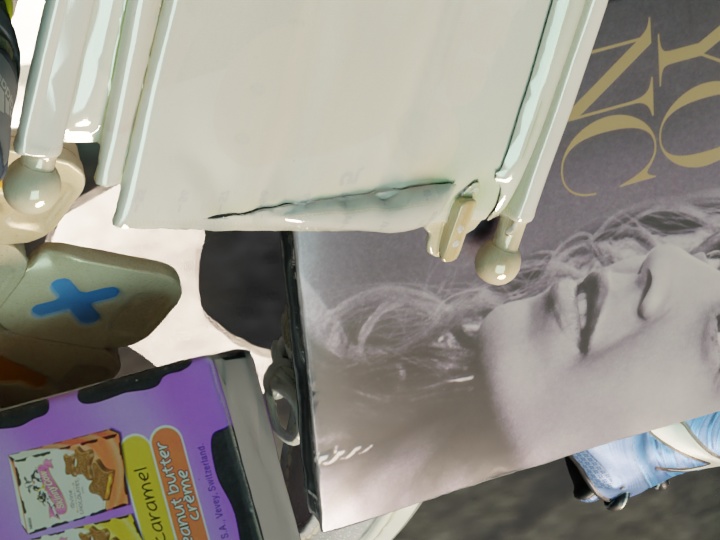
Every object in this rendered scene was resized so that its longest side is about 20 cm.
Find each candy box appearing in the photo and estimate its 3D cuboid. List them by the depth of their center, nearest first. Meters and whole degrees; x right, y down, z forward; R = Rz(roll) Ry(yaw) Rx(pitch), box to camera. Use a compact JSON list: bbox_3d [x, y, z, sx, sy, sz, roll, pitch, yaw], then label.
[{"bbox_3d":[-0.109,0.128,0.739,0.199,0.168,0.072,-15,179,6],"label":"candy box"}]

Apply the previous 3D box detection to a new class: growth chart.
[{"bbox_3d":[-0.001,-0.067,0.626,0.200,0.018,0.145,5,111,-47],"label":"growth chart"}]

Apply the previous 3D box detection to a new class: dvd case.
[{"bbox_3d":[0.073,-0.014,0.743,0.199,0.016,0.149,-16,123,-18],"label":"dvd case"}]

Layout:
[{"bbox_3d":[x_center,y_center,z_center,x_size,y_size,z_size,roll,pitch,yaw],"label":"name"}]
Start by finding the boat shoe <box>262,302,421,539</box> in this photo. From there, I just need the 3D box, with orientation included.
[{"bbox_3d":[0.001,0.000,0.776,0.065,0.075,0.202,4,125,-18],"label":"boat shoe"}]

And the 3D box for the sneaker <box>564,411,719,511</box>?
[{"bbox_3d":[0.107,0.033,0.855,0.199,0.079,0.089,16,131,-24],"label":"sneaker"}]

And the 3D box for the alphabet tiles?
[{"bbox_3d":[-0.159,0.015,0.725,0.195,0.015,0.200,10,142,-30],"label":"alphabet tiles"}]

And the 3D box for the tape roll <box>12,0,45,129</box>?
[{"bbox_3d":[-0.088,-0.132,0.613,0.202,0.071,0.203,-12,135,-12],"label":"tape roll"}]

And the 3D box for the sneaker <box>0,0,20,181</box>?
[{"bbox_3d":[-0.167,-0.031,0.566,0.199,0.081,0.074,-19,135,-3],"label":"sneaker"}]
